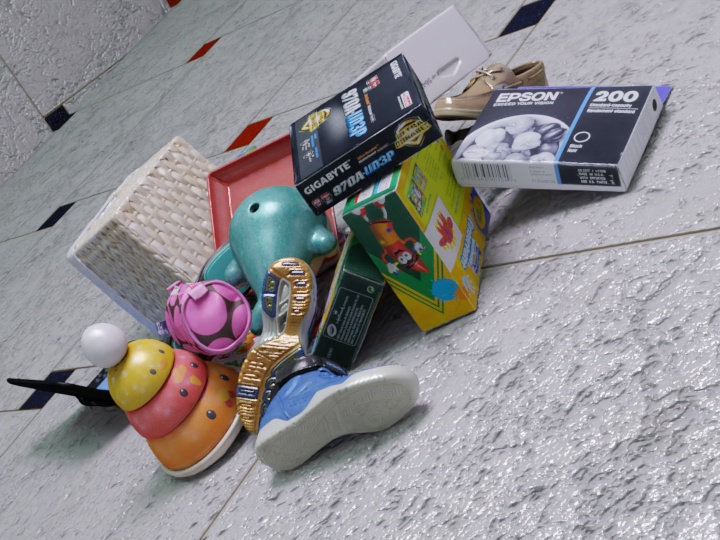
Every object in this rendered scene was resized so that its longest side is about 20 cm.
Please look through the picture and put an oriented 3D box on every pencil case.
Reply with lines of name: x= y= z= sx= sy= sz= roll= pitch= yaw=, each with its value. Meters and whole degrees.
pencil case: x=-0.184 y=0.052 z=1.523 sx=0.091 sy=0.094 sz=0.200 roll=-27 pitch=4 yaw=-16

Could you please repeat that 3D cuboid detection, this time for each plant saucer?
plant saucer: x=-0.110 y=-0.071 z=1.718 sx=0.200 sy=0.037 sz=0.200 roll=-23 pitch=65 yaw=30

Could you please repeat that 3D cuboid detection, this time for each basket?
basket: x=-0.263 y=-0.048 z=1.820 sx=0.161 sy=0.200 sz=0.198 roll=-37 pitch=17 yaw=49

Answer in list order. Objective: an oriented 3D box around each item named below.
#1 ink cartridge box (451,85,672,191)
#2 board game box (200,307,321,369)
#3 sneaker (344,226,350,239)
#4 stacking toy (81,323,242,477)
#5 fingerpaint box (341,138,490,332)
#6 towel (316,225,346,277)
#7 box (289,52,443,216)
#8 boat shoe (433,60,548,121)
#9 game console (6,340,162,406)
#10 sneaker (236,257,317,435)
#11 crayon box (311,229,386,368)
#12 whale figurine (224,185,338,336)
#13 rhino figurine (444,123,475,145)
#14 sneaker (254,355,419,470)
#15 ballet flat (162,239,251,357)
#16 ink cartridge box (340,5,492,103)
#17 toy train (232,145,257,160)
ink cartridge box: x=0.229 y=-0.166 z=1.465 sx=0.197 sy=0.043 sz=0.200 roll=3 pitch=42 yaw=30
board game box: x=-0.151 y=0.102 z=1.622 sx=0.200 sy=0.035 sz=0.126 roll=-17 pitch=31 yaw=41
sneaker: x=0.029 y=-0.116 z=1.698 sx=0.077 sy=0.085 sz=0.200 roll=-8 pitch=38 yaw=51
stacking toy: x=-0.236 y=0.128 z=1.468 sx=0.146 sy=0.200 sz=0.146 roll=-32 pitch=35 yaw=26
fingerpaint box: x=0.065 y=-0.060 z=1.429 sx=0.073 sy=0.167 sz=0.200 roll=-24 pitch=27 yaw=24
towel: x=-0.092 y=-0.023 z=1.779 sx=0.146 sy=0.030 sz=0.200 roll=-39 pitch=23 yaw=0
box: x=0.001 y=-0.152 z=1.420 sx=0.159 sy=0.046 sz=0.200 roll=-31 pitch=23 yaw=10
boat shoe: x=0.159 y=-0.222 z=1.603 sx=0.071 sy=0.065 sz=0.200 roll=5 pitch=16 yaw=42
game console: x=-0.354 y=0.128 z=1.776 sx=0.200 sy=0.116 sz=0.176 roll=-3 pitch=41 yaw=54
sneaker: x=-0.082 y=0.090 z=1.467 sx=0.075 sy=0.088 sz=0.201 roll=13 pitch=81 yaw=14
crayon box: x=0.000 y=0.000 z=1.486 sx=0.200 sy=0.051 sz=0.126 roll=-73 pitch=4 yaw=-55
whale figurine: x=-0.105 y=-0.019 z=1.583 sx=0.159 sy=0.104 sz=0.201 roll=-17 pitch=46 yaw=22
rhino figurine: x=0.171 y=-0.138 z=1.551 sx=0.087 sy=0.060 sz=0.200 roll=-17 pitch=22 yaw=-9
sneaker: x=-0.023 y=0.120 z=1.336 sx=0.200 sy=0.077 sz=0.111 roll=-33 pitch=31 yaw=30
ballet flat: x=-0.191 y=0.035 z=1.670 sx=0.073 sy=0.073 sz=0.200 roll=-3 pitch=50 yaw=55
ink cartridge box: x=0.052 y=-0.236 z=1.662 sx=0.146 sy=0.084 sz=0.200 roll=-41 pitch=5 yaw=-33
toy train: x=-0.133 y=-0.130 z=1.878 sx=0.085 sy=0.116 sz=0.200 roll=-40 pitch=5 yaw=-4
